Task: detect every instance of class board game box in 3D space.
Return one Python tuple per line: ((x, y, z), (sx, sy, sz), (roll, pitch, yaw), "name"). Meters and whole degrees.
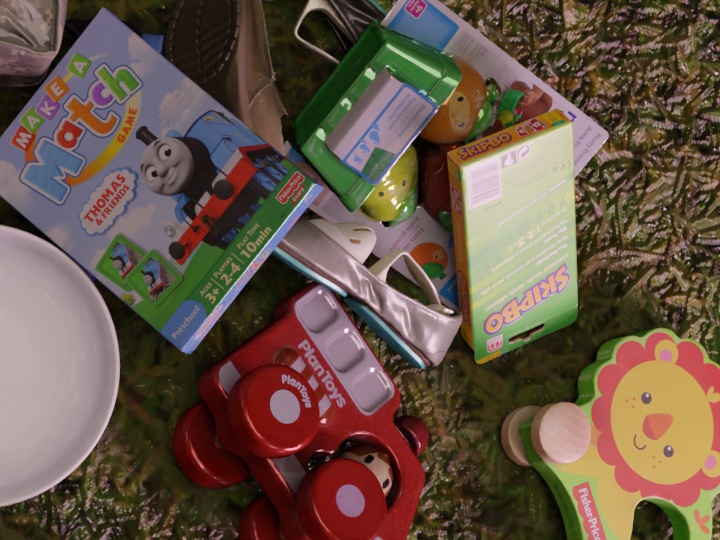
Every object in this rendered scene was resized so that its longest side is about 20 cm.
((0.117, -0.022, 1.683), (0.095, 0.030, 0.201), (-22, 131, -17), "board game box")
((-0.150, -0.063, 1.570), (0.200, 0.037, 0.151), (39, 92, 10), "board game box")

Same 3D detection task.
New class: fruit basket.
((0.058, -0.085, 1.671), (0.200, 0.094, 0.185), (37, 103, -15), "fruit basket")

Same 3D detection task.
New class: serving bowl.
((-0.273, 0.067, 1.587), (0.199, 0.066, 0.201), (0, 90, -11), "serving bowl")

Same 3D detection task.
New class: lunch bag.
((-0.262, -0.238, 1.575), (0.117, 0.164, 0.201), (6, 83, -13), "lunch bag")

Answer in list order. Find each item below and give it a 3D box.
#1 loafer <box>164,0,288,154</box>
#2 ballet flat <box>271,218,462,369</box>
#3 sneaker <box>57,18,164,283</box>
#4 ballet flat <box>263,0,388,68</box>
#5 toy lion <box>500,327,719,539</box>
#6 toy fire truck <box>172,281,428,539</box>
((-0.096, -0.131, 1.653), (0.067, 0.076, 0.201), (33, 48, -51), "loafer")
((0.000, 0.000, 1.653), (0.200, 0.067, 0.064), (39, 84, -33), "ballet flat")
((-0.203, -0.087, 1.633), (0.077, 0.070, 0.201), (14, 79, -2), "sneaker")
((-0.036, -0.213, 1.692), (0.068, 0.068, 0.200), (-42, 96, -8), "ballet flat")
((0.218, 0.152, 1.735), (0.191, 0.069, 0.201), (-17, 89, -25), "toy lion")
((-0.026, 0.124, 1.645), (0.168, 0.112, 0.200), (-38, 93, -38), "toy fire truck")
